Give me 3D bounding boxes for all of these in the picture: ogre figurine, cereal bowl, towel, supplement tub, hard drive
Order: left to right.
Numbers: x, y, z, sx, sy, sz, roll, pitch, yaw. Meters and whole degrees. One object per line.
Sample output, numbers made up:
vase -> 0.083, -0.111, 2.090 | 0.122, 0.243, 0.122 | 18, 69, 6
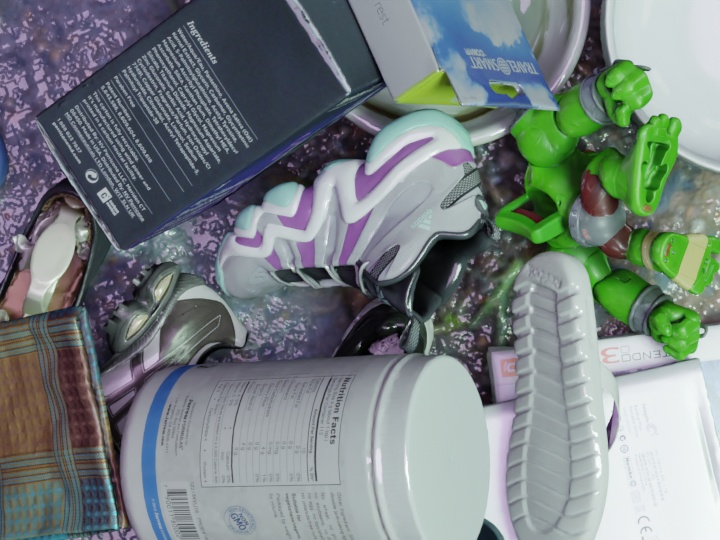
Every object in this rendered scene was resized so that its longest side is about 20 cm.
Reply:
towel -> -0.230, 0.107, 1.529 | 0.200, 0.022, 0.147 | -13, 89, 44
supplement tub -> -0.035, 0.119, 1.466 | 0.200, 0.132, 0.132 | -4, 89, 25
hard drive -> 0.137, 0.143, 1.553 | 0.200, 0.025, 0.132 | -13, 89, 2
ogre figurine -> 0.156, -0.045, 1.537 | 0.098, 0.120, 0.200 | -53, 131, -22
cereal bowl -> 0.254, -0.160, 1.573 | 0.200, 0.083, 0.200 | 0, 90, 0

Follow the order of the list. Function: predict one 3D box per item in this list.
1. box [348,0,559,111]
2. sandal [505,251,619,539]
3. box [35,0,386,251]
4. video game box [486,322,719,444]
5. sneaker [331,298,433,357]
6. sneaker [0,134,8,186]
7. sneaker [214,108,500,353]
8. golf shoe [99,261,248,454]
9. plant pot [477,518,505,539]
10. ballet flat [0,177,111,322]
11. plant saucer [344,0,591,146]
box -> 0.040, -0.179, 1.483 | 0.048, 0.122, 0.200 | -32, 74, 32
sandal -> 0.137, 0.089, 1.513 | 0.050, 0.082, 0.203 | 0, 92, -40
box -> -0.078, -0.117, 1.502 | 0.200, 0.148, 0.104 | -33, 90, 27
video game box -> 0.186, 0.140, 1.588 | 0.182, 0.047, 0.200 | -7, 89, 2
sneaker -> -0.015, 0.105, 1.563 | 0.066, 0.091, 0.200 | 29, 89, 0
sneaker -> -0.309, -0.130, 1.567 | 0.070, 0.078, 0.200 | -40, 90, -1
sneaker -> 0.000, 0.000, 1.528 | 0.200, 0.078, 0.140 | -34, 59, 23
golf shoe -> -0.152, 0.095, 1.569 | 0.094, 0.078, 0.200 | 34, 92, -3
plant pot -> 0.006, 0.249, 1.473 | 0.200, 0.200, 0.134 | -13, 108, -1
ballet flat -> -0.219, 0.029, 1.572 | 0.073, 0.073, 0.200 | 23, 89, 0
plant saucer -> 0.052, -0.179, 1.587 | 0.200, 0.050, 0.200 | 0, 90, -1
